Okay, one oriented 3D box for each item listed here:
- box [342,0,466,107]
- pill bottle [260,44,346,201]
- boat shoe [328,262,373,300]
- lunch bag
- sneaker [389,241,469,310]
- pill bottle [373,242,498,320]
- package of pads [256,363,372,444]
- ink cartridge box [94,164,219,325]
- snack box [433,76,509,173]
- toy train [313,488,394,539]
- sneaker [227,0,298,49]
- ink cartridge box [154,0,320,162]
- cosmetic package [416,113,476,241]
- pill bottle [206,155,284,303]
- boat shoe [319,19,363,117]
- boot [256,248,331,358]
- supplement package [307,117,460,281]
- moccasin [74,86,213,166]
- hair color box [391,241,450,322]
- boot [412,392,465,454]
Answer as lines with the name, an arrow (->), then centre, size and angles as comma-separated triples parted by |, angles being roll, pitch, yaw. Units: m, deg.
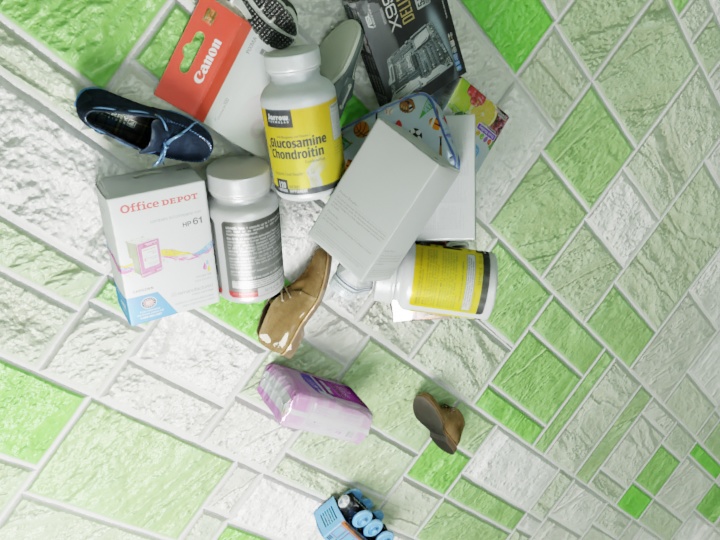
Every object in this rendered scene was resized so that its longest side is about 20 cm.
box -> 0.074, -0.375, 1.168 | 0.156, 0.050, 0.202 | -33, 126, -14
pill bottle -> -0.084, -0.213, 1.049 | 0.110, 0.112, 0.204 | -19, 118, -22
boat shoe -> 0.000, 0.000, 1.221 | 0.073, 0.200, 0.067 | 37, 102, -3
lunch bag -> 0.053, -0.179, 1.159 | 0.197, 0.076, 0.163 | -22, 94, 14
sneaker -> 0.130, 0.009, 1.367 | 0.073, 0.088, 0.202 | 28, 98, -39
pill bottle -> 0.122, 0.015, 1.211 | 0.195, 0.115, 0.117 | 7, 112, -1
package of pads -> -0.081, 0.243, 1.325 | 0.198, 0.120, 0.077 | 24, 100, -37
ink cartridge box -> -0.297, -0.040, 1.077 | 0.142, 0.084, 0.204 | -16, 119, -25
snack box -> 0.161, -0.224, 1.293 | 0.141, 0.053, 0.203 | 26, 98, -36
toy train -> -0.010, 0.546, 1.543 | 0.113, 0.087, 0.201 | -36, 129, 0
sneaker -> -0.160, -0.401, 1.008 | 0.073, 0.081, 0.201 | -29, 116, 21
ink cartridge box -> -0.175, -0.275, 1.064 | 0.198, 0.057, 0.165 | 23, 99, -42
cosmetic package -> 0.118, -0.151, 1.209 | 0.147, 0.052, 0.205 | 0, 91, 11
pill bottle -> -0.177, -0.064, 1.117 | 0.112, 0.114, 0.204 | -15, 123, -24
boat shoe -> -0.042, -0.287, 1.133 | 0.061, 0.072, 0.203 | 11, 110, -49
boot -> -0.112, 0.046, 1.240 | 0.074, 0.074, 0.203 | 25, 95, -18
supplement package -> 0.036, -0.100, 1.068 | 0.202, 0.116, 0.117 | -56, 160, 15
moccasin -> -0.298, -0.186, 1.010 | 0.196, 0.069, 0.082 | 11, 119, -31
hair color box -> 0.102, -0.016, 1.298 | 0.108, 0.064, 0.205 | -5, 108, 9
boot -> 0.171, 0.309, 1.559 | 0.076, 0.073, 0.201 | -52, 135, -23
